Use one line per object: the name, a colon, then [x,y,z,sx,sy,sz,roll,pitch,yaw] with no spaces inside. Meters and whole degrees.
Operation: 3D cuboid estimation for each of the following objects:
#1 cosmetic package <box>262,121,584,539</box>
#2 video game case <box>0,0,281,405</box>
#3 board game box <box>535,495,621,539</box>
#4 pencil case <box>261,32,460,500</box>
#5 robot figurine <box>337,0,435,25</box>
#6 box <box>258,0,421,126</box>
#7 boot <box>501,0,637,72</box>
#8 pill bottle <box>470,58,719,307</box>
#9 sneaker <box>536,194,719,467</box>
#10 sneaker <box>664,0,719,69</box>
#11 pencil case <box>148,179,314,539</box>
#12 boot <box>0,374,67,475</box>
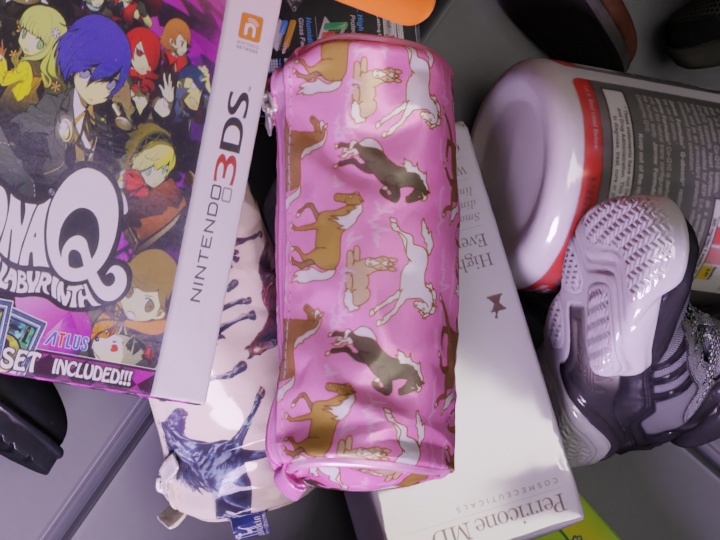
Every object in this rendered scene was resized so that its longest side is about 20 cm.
cosmetic package: [0.028,0.042,0.918,0.101,0.074,0.202,-16,81,-14]
video game case: [-0.133,-0.050,0.748,0.199,0.036,0.183,13,86,-36]
board game box: [0.108,0.189,0.993,0.102,0.048,0.200,-47,107,-16]
pencil case: [0.000,0.000,0.843,0.083,0.086,0.202,19,67,-64]
robot figurine: [0.009,-0.192,0.799,0.198,0.117,0.145,2,57,-33]
box: [-0.054,-0.172,0.924,0.157,0.046,0.202,-6,93,-22]
boot: [0.138,-0.226,1.009,0.200,0.068,0.189,-41,98,-25]
pill bottle: [0.162,-0.038,0.977,0.198,0.116,0.117,7,88,-22]
sneaker: [0.153,0.027,0.905,0.113,0.201,0.076,-4,59,-11]
sneaker: [0.228,-0.186,0.979,0.115,0.198,0.076,52,35,-15]
pencil case: [-0.076,0.022,0.877,0.089,0.078,0.202,-27,114,-26]
boot: [-0.176,-0.025,0.865,0.198,0.073,0.163,41,70,-20]
